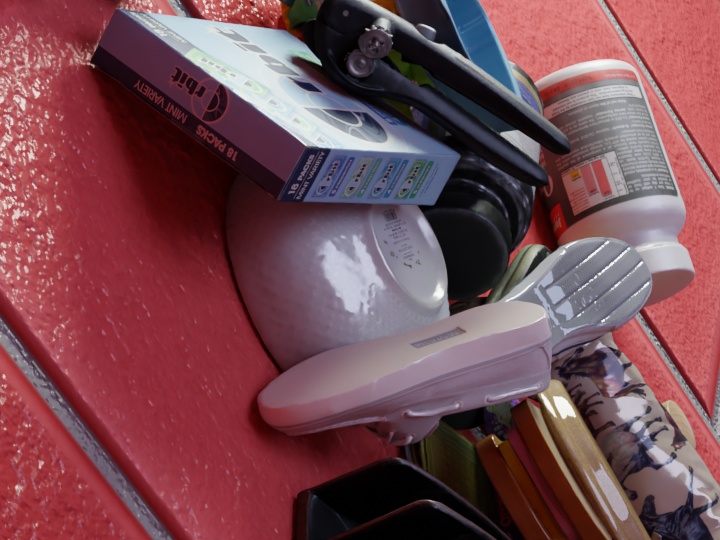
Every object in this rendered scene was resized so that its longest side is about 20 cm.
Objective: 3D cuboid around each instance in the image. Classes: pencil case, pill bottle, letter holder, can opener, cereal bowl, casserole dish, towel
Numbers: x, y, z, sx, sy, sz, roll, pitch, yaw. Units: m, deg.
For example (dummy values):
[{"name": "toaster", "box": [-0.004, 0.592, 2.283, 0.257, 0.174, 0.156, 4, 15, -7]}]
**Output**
[{"name": "pencil case", "box": [0.199, 0.137, 1.687, 0.089, 0.078, 0.200, -30, 83, -47]}, {"name": "pill bottle", "box": [0.215, -0.072, 1.991, 0.116, 0.116, 0.200, 16, 53, -57]}, {"name": "letter holder", "box": [0.073, 0.204, 1.440, 0.200, 0.142, 0.101, 43, 32, -36]}, {"name": "can opener", "box": [0.054, -0.124, 1.539, 0.200, 0.063, 0.079, 28, 16, -6]}, {"name": "pill bottle", "box": [0.078, -0.071, 1.737, 0.112, 0.112, 0.200, 51, 29, -26]}, {"name": "cereal bowl", "box": [0.000, 0.000, 1.560, 0.200, 0.083, 0.200, 42, 34, -38]}, {"name": "casserole dish", "box": [0.068, -0.164, 1.638, 0.200, 0.039, 0.121, 40, 29, -65]}, {"name": "towel", "box": [0.091, 0.193, 1.625, 0.200, 0.023, 0.144, 39, 34, -43]}]

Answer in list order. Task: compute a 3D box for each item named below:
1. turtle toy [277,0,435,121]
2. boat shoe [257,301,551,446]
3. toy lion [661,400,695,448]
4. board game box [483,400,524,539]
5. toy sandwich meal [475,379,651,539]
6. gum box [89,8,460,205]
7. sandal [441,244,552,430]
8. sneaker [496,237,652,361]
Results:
[{"name": "turtle toy", "box": [-0.003, -0.169, 1.681, 0.200, 0.101, 0.146, 69, 13, 13]}, {"name": "boat shoe", "box": [0.032, 0.078, 1.475, 0.072, 0.200, 0.069, 27, -48, 59]}, {"name": "toy lion", "box": [0.200, 0.123, 1.816, 0.200, 0.069, 0.192, 59, 19, -10]}, {"name": "board game box", "box": [0.151, 0.190, 1.680, 0.200, 0.032, 0.120, 49, 30, -40]}, {"name": "toy sandwich meal", "box": [0.144, 0.162, 1.562, 0.205, 0.070, 0.205, 60, 4, -7]}, {"name": "gum box", "box": [-0.052, -0.105, 1.495, 0.170, 0.045, 0.200, 37, 19, 25]}, {"name": "sandal", "box": [0.089, 0.051, 1.703, 0.201, 0.057, 0.080, -46, 131, -47]}, {"name": "sneaker", "box": [0.128, 0.033, 1.639, 0.200, 0.071, 0.073, -25, 84, -40]}]
